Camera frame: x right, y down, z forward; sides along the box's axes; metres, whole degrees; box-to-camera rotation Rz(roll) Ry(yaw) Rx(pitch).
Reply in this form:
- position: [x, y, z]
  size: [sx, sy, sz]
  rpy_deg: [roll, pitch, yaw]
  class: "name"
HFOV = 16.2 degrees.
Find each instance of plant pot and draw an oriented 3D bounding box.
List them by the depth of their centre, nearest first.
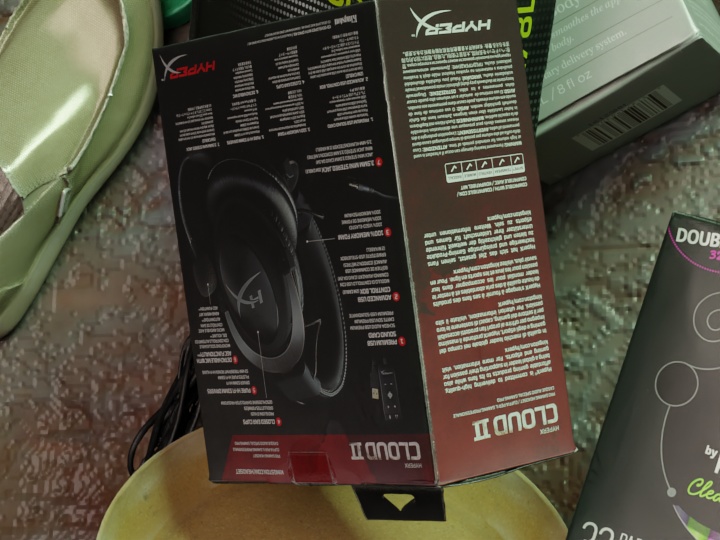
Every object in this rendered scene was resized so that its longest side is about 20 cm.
- position: [-0.009, 0.130, 1.022]
  size: [0.199, 0.200, 0.028]
  rpy_deg: [26, 133, 25]
  class: "plant pot"

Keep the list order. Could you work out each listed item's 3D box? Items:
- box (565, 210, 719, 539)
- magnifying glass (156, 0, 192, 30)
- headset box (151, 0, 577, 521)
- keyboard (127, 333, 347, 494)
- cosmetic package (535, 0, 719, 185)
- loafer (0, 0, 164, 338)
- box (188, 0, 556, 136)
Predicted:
- position: [0.204, 0.082, 0.968]
  size: [0.199, 0.124, 0.149]
  rpy_deg: [16, 86, 25]
  class: "box"
- position: [-0.082, -0.212, 1.206]
  size: [0.079, 0.022, 0.201]
  rpy_deg: [11, 85, 23]
  class: "magnifying glass"
- position: [0.000, 0.000, 0.986]
  size: [0.149, 0.077, 0.201]
  rpy_deg: [-6, 93, 52]
  class: "headset box"
- position: [-0.059, 0.086, 1.102]
  size: [0.104, 0.040, 0.201]
  rpy_deg: [17, 75, 27]
  class: "keyboard"
- position: [0.074, -0.151, 1.092]
  size: [0.107, 0.090, 0.201]
  rpy_deg: [-30, 72, 16]
  class: "cosmetic package"
- position: [-0.156, -0.059, 1.168]
  size: [0.075, 0.068, 0.201]
  rpy_deg: [26, 95, 22]
  class: "loafer"
- position: [0.002, -0.126, 1.054]
  size: [0.200, 0.047, 0.194]
  rpy_deg: [30, 122, 46]
  class: "box"
